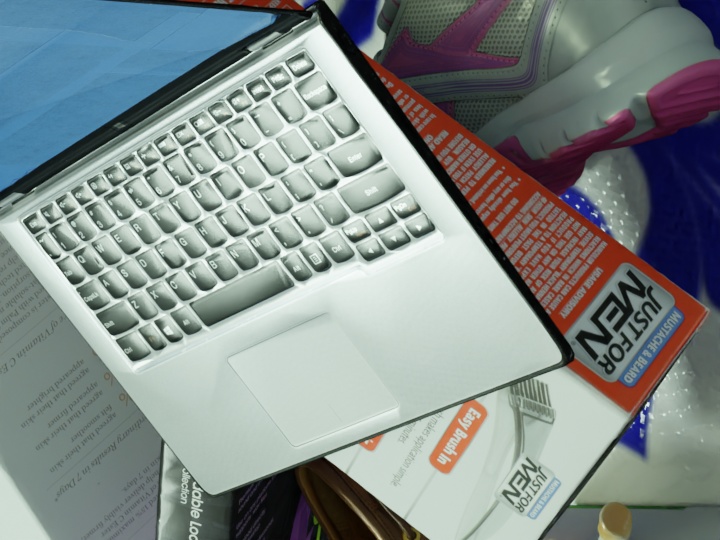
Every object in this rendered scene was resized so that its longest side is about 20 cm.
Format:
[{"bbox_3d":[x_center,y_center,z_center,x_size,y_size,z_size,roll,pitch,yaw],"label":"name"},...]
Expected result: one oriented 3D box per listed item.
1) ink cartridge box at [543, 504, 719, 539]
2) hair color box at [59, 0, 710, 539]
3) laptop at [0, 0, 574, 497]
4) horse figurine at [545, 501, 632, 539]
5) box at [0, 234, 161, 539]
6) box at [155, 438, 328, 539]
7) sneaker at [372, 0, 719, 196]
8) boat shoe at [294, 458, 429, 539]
[{"bbox_3d":[0.105,0.188,0.798,0.145,0.084,0.201,-8,97,57],"label":"ink cartridge box"},{"bbox_3d":[0.000,0.000,0.755,0.200,0.064,0.111,38,139,8],"label":"hair color box"},{"bbox_3d":[-0.080,0.003,0.685,0.187,0.116,0.200,-24,107,48],"label":"laptop"},{"bbox_3d":[0.140,0.094,0.644,0.133,0.199,0.050,82,-165,-59],"label":"horse figurine"},{"bbox_3d":[-0.134,0.026,0.983,0.097,0.124,0.201,18,143,50],"label":"box"},{"bbox_3d":[-0.039,0.064,0.916,0.036,0.143,0.201,14,123,14],"label":"box"},{"bbox_3d":[0.043,-0.067,0.792,0.200,0.081,0.089,-27,80,49],"label":"sneaker"},{"bbox_3d":[0.033,0.149,0.906,0.072,0.067,0.201,-40,71,55],"label":"boat shoe"}]
